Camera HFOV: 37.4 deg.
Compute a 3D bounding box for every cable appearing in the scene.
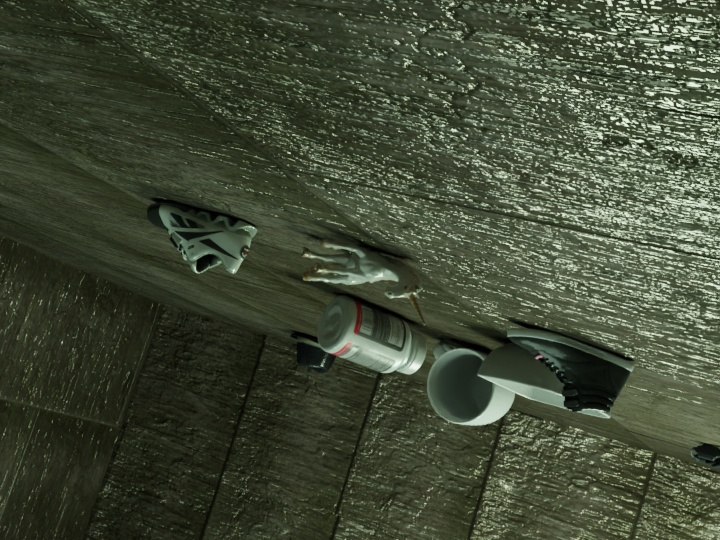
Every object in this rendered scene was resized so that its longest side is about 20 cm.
[{"bbox_3d":[0.882,0.456,2.484,0.162,0.051,0.199,23,170,-28],"label":"cable"}]

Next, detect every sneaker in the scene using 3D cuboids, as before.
[{"bbox_3d":[-0.250,-0.046,1.572,0.198,0.089,0.074,15,173,34],"label":"sneaker"},{"bbox_3d":[0.307,0.155,1.611,0.198,0.100,0.071,20,174,1],"label":"sneaker"}]

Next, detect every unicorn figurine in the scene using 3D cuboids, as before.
[{"bbox_3d":[0.000,0.000,1.416,0.136,0.075,0.200,11,-171,-19],"label":"unicorn figurine"}]

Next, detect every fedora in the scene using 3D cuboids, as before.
[{"bbox_3d":[-0.143,0.264,3.331,0.198,0.093,0.201,18,171,3],"label":"fedora"}]

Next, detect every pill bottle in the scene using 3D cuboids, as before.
[{"bbox_3d":[0.026,0.129,2.019,0.199,0.112,0.110,24,170,-30],"label":"pill bottle"}]

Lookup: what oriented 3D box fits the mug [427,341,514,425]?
[{"bbox_3d":[0.221,0.220,2.157,0.200,0.148,0.175,48,-165,27],"label":"mug"}]

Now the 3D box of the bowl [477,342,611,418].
[{"bbox_3d":[0.329,0.187,1.860,0.199,0.075,0.199,25,170,-41],"label":"bowl"}]
